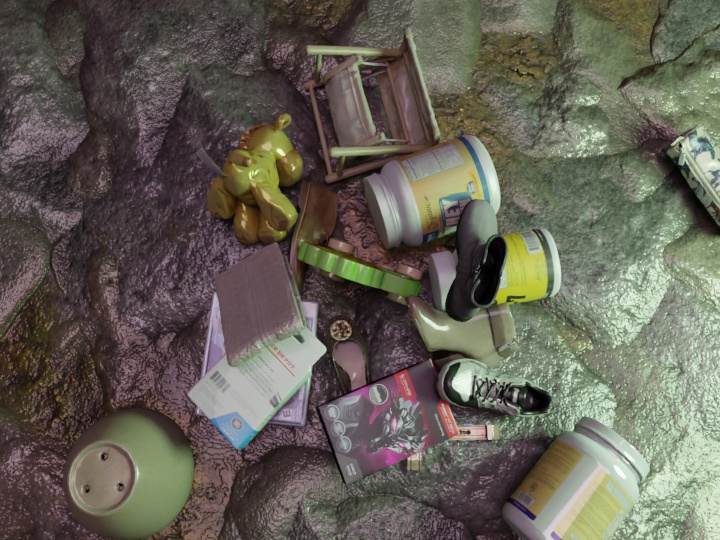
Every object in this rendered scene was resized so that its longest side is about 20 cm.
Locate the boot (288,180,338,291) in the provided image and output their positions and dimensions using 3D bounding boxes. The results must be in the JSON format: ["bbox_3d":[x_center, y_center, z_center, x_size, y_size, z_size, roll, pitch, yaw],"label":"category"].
[{"bbox_3d":[-0.082,-0.053,1.156,0.074,0.074,0.204,13,71,-8],"label":"boot"}]

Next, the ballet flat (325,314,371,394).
[{"bbox_3d":[-0.013,0.170,1.116,0.066,0.046,0.204,-12,78,-2],"label":"ballet flat"}]

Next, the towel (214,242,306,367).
[{"bbox_3d":[-0.159,0.049,1.058,0.131,0.035,0.202,-29,43,7],"label":"towel"}]

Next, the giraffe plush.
[{"bbox_3d":[-0.164,-0.166,1.141,0.170,0.202,0.163,-4,40,37],"label":"giraffe plush"}]

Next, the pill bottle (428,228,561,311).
[{"bbox_3d":[0.216,0.003,1.124,0.195,0.114,0.117,-10,77,-3],"label":"pill bottle"}]

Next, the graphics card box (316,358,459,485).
[{"bbox_3d":[0.042,0.231,1.058,0.196,0.051,0.128,-20,83,-11],"label":"graphics card box"}]

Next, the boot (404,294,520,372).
[{"bbox_3d":[0.168,0.087,1.082,0.144,0.201,0.071,-23,41,10],"label":"boot"}]

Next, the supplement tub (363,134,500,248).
[{"bbox_3d":[0.117,-0.127,1.137,0.196,0.145,0.147,-20,78,-5],"label":"supplement tub"}]

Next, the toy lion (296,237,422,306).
[{"bbox_3d":[0.000,0.000,1.077,0.196,0.192,0.070,20,93,3],"label":"toy lion"}]

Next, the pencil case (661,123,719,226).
[{"bbox_3d":[0.610,-0.152,1.182,0.088,0.078,0.202,-24,77,-32],"label":"pencil case"}]

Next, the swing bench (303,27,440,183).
[{"bbox_3d":[0.016,-0.282,1.184,0.196,0.130,0.203,-11,77,-9],"label":"swing bench"}]

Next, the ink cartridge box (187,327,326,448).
[{"bbox_3d":[-0.155,0.162,1.066,0.116,0.068,0.200,43,79,10],"label":"ink cartridge box"}]

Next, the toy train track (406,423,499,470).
[{"bbox_3d":[0.128,0.262,1.104,0.195,0.033,0.117,0,77,-2],"label":"toy train track"}]

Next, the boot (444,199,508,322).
[{"bbox_3d":[0.183,-0.029,1.001,0.068,0.132,0.204,12,72,-6],"label":"boot"}]

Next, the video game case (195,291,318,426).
[{"bbox_3d":[-0.167,0.143,1.125,0.178,0.023,0.205,6,77,1],"label":"video game case"}]

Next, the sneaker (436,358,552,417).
[{"bbox_3d":[0.212,0.182,1.057,0.197,0.087,0.077,14,80,-27],"label":"sneaker"}]

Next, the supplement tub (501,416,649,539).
[{"bbox_3d":[0.324,0.339,1.032,0.145,0.146,0.200,42,80,8],"label":"supplement tub"}]

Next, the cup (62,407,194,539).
[{"bbox_3d":[-0.363,0.307,1.030,0.195,0.143,0.205,0,76,-1],"label":"cup"}]
